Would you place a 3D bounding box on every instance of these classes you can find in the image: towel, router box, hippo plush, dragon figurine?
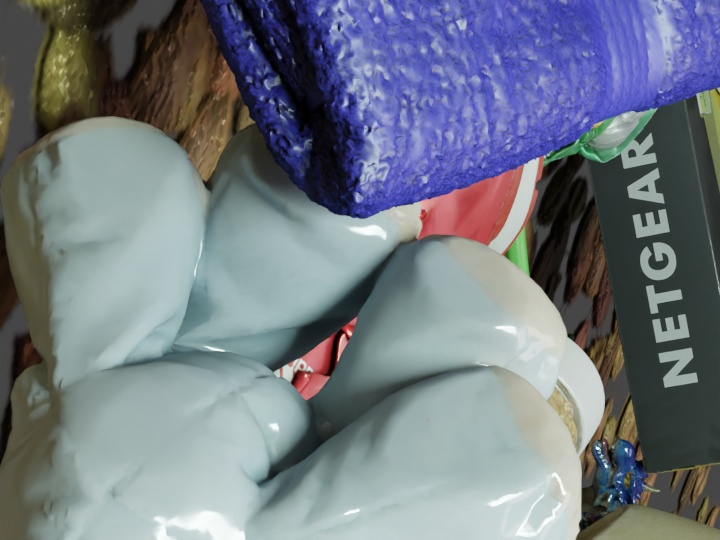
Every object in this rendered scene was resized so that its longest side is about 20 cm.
[{"bbox_3d":[0.035,-0.104,0.604,0.200,0.050,0.148,-23,86,-44],"label":"towel"},{"bbox_3d":[0.158,-0.013,1.074,0.157,0.052,0.201,-8,87,-69],"label":"router box"},{"bbox_3d":[-0.033,0.076,0.592,0.161,0.159,0.200,103,-3,-50],"label":"hippo plush"},{"bbox_3d":[0.086,0.148,1.074,0.059,0.099,0.200,-55,158,-39],"label":"dragon figurine"}]

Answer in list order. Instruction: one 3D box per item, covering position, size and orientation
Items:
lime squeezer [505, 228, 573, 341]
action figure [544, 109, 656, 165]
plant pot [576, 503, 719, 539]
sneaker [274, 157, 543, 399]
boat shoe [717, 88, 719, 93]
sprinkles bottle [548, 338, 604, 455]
[{"bbox_3d":[0.084,0.029,1.057,0.071,0.038,0.200,-66,159,-16],"label":"lime squeezer"},{"bbox_3d":[0.118,-0.118,0.942,0.200,0.118,0.055,-55,-170,-13],"label":"action figure"},{"bbox_3d":[0.113,0.177,0.932,0.200,0.135,0.200,-36,175,-4],"label":"plant pot"},{"bbox_3d":[0.000,0.000,0.741,0.116,0.078,0.200,-41,144,-58],"label":"sneaker"},{"bbox_3d":[0.184,-0.179,1.032,0.072,0.060,0.202,-48,133,-60],"label":"boat shoe"},{"bbox_3d":[0.035,0.100,0.941,0.200,0.068,0.068,-49,151,-47],"label":"sprinkles bottle"}]
